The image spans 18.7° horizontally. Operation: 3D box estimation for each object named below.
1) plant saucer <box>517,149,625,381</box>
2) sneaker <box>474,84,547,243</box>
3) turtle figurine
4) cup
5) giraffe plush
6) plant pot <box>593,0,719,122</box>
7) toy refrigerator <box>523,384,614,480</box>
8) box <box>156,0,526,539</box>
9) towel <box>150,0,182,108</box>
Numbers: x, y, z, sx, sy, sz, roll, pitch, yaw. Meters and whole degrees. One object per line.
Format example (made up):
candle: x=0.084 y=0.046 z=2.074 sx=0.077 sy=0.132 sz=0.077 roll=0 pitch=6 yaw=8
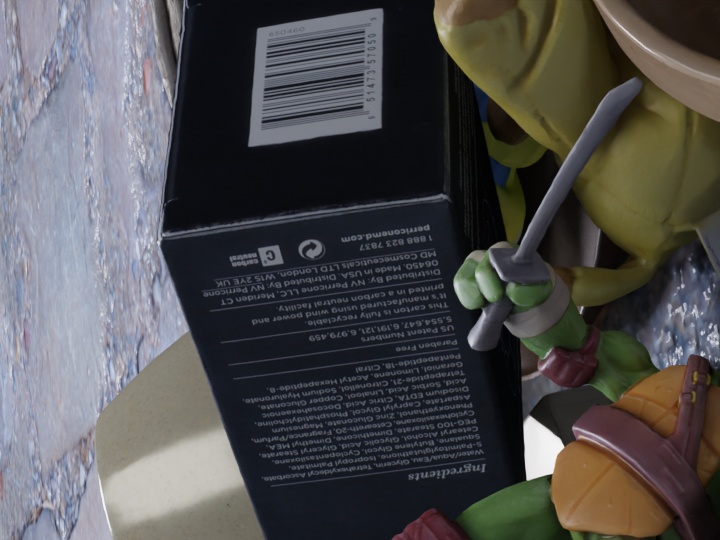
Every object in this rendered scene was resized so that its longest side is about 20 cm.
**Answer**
plant saucer: x=0.079 y=-0.050 z=1.025 sx=0.200 sy=0.032 sz=0.202 roll=177 pitch=90 yaw=-69
sneaker: x=0.037 y=-0.090 z=0.937 sx=0.076 sy=0.104 sz=0.202 roll=42 pitch=126 yaw=55
turtle figurine: x=0.066 y=0.061 z=0.664 sx=0.144 sy=0.194 sz=0.200 roll=44 pitch=173 yaw=3
cup: x=-0.056 y=0.106 z=1.139 sx=0.200 sy=0.142 sz=0.202 roll=-14 pitch=-90 yaw=-85
giraffe plush: x=0.104 y=-0.093 z=0.812 sx=0.162 sy=0.171 sz=0.201 roll=-111 pitch=8 yaw=-62
plant pot: x=0.168 y=-0.104 z=0.644 sx=0.093 sy=0.200 sz=0.202 roll=56 pitch=-171 yaw=-49
toy refrigerator: x=0.089 y=0.129 z=0.976 sx=0.076 sy=0.069 sz=0.200 roll=68 pitch=153 yaw=26
box: x=0.000 y=0.000 z=0.853 sx=0.149 sy=0.106 sz=0.201 roll=-89 pitch=-13 yaw=-46
towel: x=-0.039 y=-0.056 z=1.024 sx=0.200 sy=0.034 sz=0.134 roll=32 pitch=-136 yaw=-61
